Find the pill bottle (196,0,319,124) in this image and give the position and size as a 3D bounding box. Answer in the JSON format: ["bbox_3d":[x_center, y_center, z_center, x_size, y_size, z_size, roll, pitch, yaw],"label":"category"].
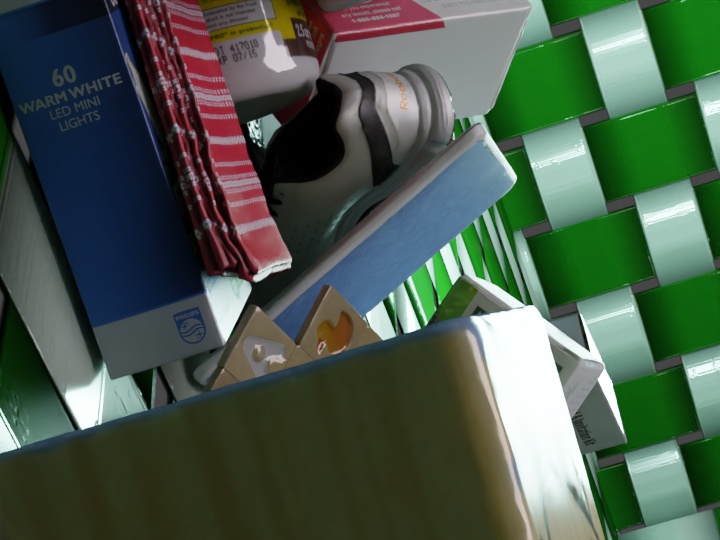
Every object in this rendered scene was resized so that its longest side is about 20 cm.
[{"bbox_3d":[-0.097,-0.177,1.144,0.109,0.108,0.202,2,71,-81],"label":"pill bottle"}]

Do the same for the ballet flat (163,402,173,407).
[{"bbox_3d":[-0.058,0.091,1.044,0.200,0.062,0.068,4,70,-81],"label":"ballet flat"}]

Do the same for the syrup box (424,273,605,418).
[{"bbox_3d":[0.037,0.108,1.145,0.078,0.201,0.081,36,6,16],"label":"syrup box"}]

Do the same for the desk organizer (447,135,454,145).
[{"bbox_3d":[0.024,-0.058,1.387,0.200,0.071,0.078,99,-15,-86],"label":"desk organizer"}]

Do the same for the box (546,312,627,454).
[{"bbox_3d":[0.048,0.090,1.267,0.156,0.198,0.042,55,20,-67],"label":"box"}]

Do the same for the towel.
[{"bbox_3d":[-0.076,-0.090,1.012,0.145,0.022,0.202,-5,78,-84],"label":"towel"}]

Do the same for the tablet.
[{"bbox_3d":[0.000,0.000,1.180,0.014,0.200,0.130,50,3,15],"label":"tablet"}]

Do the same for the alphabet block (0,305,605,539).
[{"bbox_3d":[-0.007,0.137,0.825,0.195,0.195,0.202,-5,79,-76],"label":"alphabet block"}]

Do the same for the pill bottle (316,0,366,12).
[{"bbox_3d":[-0.004,-0.247,1.133,0.112,0.111,0.202,-46,115,-80],"label":"pill bottle"}]

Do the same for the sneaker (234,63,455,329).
[{"bbox_3d":[-0.034,-0.041,1.181,0.079,0.200,0.074,1,48,-40],"label":"sneaker"}]

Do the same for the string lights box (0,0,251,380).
[{"bbox_3d":[-0.114,-0.063,0.990,0.103,0.058,0.202,-75,148,-75],"label":"string lights box"}]

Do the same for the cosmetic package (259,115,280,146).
[{"bbox_3d":[-0.031,-0.025,1.382,0.152,0.051,0.201,87,-4,-46],"label":"cosmetic package"}]

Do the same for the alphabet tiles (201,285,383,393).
[{"bbox_3d":[-0.018,0.112,1.018,0.200,0.006,0.167,47,63,-40],"label":"alphabet tiles"}]

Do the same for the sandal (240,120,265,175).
[{"bbox_3d":[-0.085,-0.080,1.300,0.200,0.045,0.076,-131,-153,-75],"label":"sandal"}]

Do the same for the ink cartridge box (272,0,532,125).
[{"bbox_3d":[-0.019,-0.175,1.272,0.200,0.144,0.085,52,-42,33],"label":"ink cartridge box"}]
